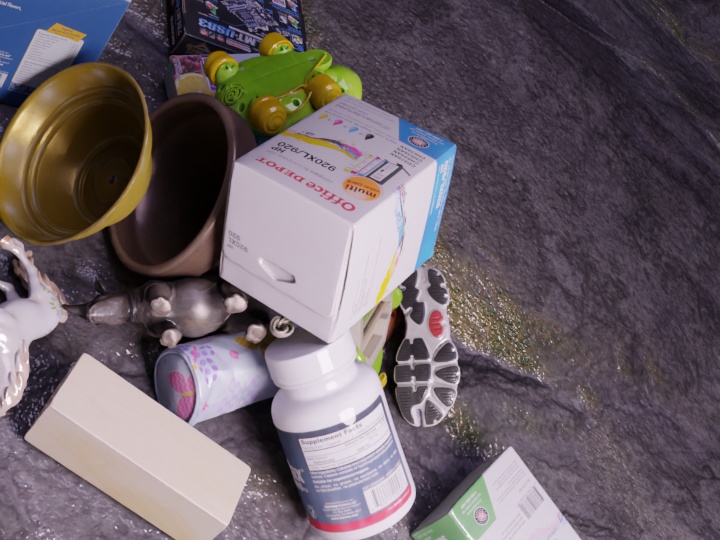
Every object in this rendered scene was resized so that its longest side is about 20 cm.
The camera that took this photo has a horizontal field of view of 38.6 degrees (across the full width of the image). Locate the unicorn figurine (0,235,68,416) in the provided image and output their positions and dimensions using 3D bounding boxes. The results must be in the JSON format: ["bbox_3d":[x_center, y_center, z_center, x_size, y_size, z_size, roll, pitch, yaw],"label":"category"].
[{"bbox_3d":[-0.335,0.050,0.961,0.138,0.073,0.200,56,36,-7],"label":"unicorn figurine"}]

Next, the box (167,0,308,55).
[{"bbox_3d":[-0.167,-0.351,1.411,0.198,0.050,0.201,13,54,-33],"label":"box"}]

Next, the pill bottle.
[{"bbox_3d":[-0.025,0.160,1.051,0.119,0.118,0.202,-36,115,-47],"label":"pill bottle"}]

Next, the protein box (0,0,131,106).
[{"bbox_3d":[-0.374,-0.295,1.089,0.197,0.200,0.136,10,54,-34],"label":"protein box"}]

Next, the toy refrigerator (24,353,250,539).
[{"bbox_3d":[-0.211,0.176,0.982,0.199,0.070,0.076,37,37,-13],"label":"toy refrigerator"}]

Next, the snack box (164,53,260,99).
[{"bbox_3d":[-0.134,-0.202,1.289,0.197,0.053,0.144,-6,64,-22],"label":"snack box"}]

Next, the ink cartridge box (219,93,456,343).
[{"bbox_3d":[-0.022,-0.058,1.037,0.146,0.146,0.200,28,40,20],"label":"ink cartridge box"}]

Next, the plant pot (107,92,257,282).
[{"bbox_3d":[-0.153,-0.072,1.140,0.174,0.199,0.202,22,46,-49],"label":"plant pot"}]

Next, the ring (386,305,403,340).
[{"bbox_3d":[0.000,0.000,1.250,0.199,0.019,0.203,-8,100,-52],"label":"ring"}]

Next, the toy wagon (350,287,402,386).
[{"bbox_3d":[0.009,0.055,1.189,0.039,0.202,0.155,10,32,16],"label":"toy wagon"}]

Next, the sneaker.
[{"bbox_3d":[0.087,0.097,1.278,0.079,0.084,0.203,0,68,9],"label":"sneaker"}]

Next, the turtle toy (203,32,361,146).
[{"bbox_3d":[-0.084,-0.202,1.210,0.198,0.102,0.146,-24,49,-25],"label":"turtle toy"}]

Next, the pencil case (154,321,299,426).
[{"bbox_3d":[-0.121,0.106,1.094,0.199,0.091,0.083,-10,45,-44],"label":"pencil case"}]

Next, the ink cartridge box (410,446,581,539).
[{"bbox_3d":[0.175,0.330,1.172,0.201,0.087,0.145,51,43,6],"label":"ink cartridge box"}]

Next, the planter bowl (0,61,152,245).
[{"bbox_3d":[-0.280,-0.109,1.077,0.083,0.199,0.203,35,34,-59],"label":"planter bowl"}]

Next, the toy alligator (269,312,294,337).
[{"bbox_3d":[-0.066,0.027,1.097,0.059,0.055,0.201,16,35,3],"label":"toy alligator"}]

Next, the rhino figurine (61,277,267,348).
[{"bbox_3d":[-0.197,0.039,1.032,0.197,0.061,0.087,0,15,-16],"label":"rhino figurine"}]
